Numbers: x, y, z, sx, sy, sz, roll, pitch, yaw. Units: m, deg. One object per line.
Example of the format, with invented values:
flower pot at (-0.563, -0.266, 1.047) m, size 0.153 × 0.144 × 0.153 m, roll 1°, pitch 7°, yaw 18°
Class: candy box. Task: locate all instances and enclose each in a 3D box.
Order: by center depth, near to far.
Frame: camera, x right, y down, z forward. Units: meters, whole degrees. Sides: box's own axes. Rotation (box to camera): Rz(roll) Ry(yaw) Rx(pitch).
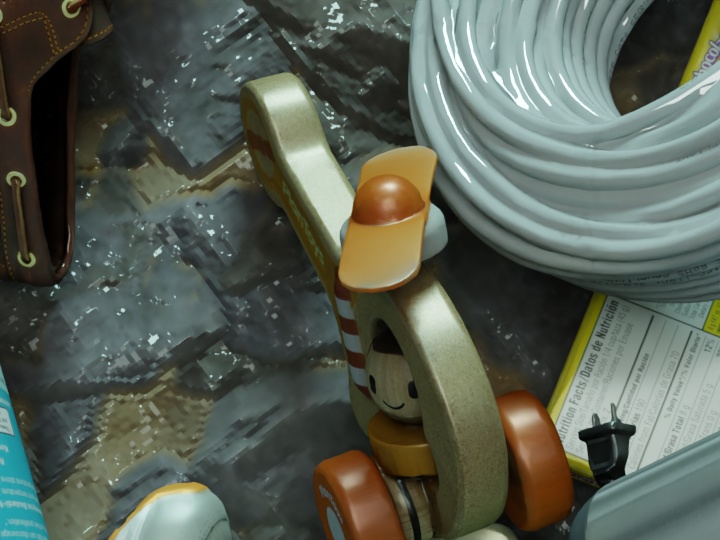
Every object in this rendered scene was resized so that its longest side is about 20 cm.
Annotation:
candy box at (0.143, -0.005, 1.054) m, size 0.102 × 0.026 × 0.201 m, roll 22°, pitch 75°, yaw 8°

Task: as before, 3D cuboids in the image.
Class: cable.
cable at (0.108, -0.083, 1.014) m, size 0.199 × 0.069 × 0.201 m, roll -1°, pitch 65°, yaw 33°

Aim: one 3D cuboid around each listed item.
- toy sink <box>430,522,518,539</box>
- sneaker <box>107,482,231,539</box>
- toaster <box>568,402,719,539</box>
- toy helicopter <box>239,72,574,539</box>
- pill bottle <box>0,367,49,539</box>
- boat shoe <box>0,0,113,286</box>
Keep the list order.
toy sink at (0.025, 0.182, 0.959) m, size 0.130 × 0.112 × 0.201 m, roll -19°, pitch 74°, yaw -4°
sneaker at (-0.033, 0.163, 0.877) m, size 0.091 × 0.076 × 0.201 m, roll -1°, pitch 92°, yaw 14°
toaster at (0.154, 0.112, 0.915) m, size 0.129 × 0.113 × 0.201 m, roll -33°, pitch 68°, yaw 38°
toy helicopter at (0.000, 0.000, 1.004) m, size 0.079 × 0.133 × 0.200 m, roll -19°, pitch 51°, yaw -12°
pill bottle at (-0.151, 0.119, 0.983) m, size 0.110 × 0.111 × 0.201 m, roll -17°, pitch 73°, yaw -3°
boat shoe at (-0.116, -0.090, 1.023) m, size 0.070 × 0.070 × 0.201 m, roll 19°, pitch 119°, yaw 18°
